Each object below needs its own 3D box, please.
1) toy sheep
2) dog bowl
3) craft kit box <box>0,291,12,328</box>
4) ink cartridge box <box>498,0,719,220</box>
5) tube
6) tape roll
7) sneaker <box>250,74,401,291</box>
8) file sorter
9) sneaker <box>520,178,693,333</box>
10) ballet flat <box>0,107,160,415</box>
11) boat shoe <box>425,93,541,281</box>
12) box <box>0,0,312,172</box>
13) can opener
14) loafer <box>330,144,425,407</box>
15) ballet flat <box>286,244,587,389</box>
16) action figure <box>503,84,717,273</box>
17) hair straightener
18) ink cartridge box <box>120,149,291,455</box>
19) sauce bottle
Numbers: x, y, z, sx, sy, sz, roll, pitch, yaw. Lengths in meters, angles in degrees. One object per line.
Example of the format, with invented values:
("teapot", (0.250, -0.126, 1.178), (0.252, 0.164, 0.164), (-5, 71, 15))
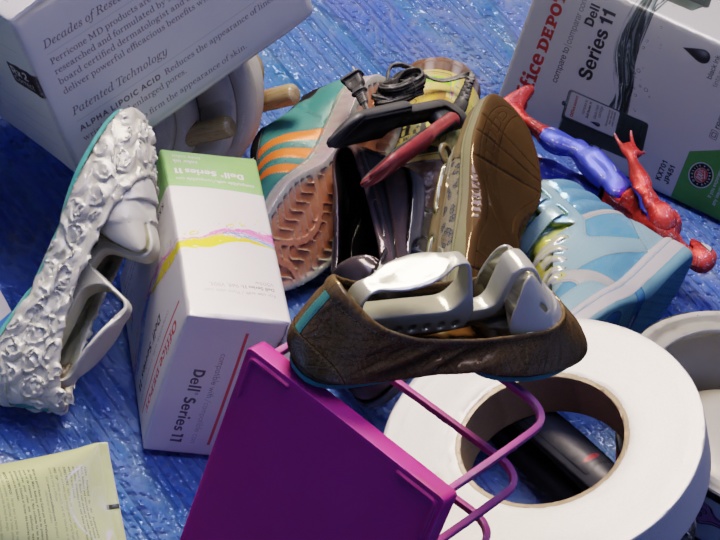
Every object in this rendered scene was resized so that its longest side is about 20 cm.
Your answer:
("toy sheep", (-0.127, -0.117, 1.790), (0.138, 0.138, 0.200), (33, 27, 18))
("dog bowl", (0.254, 0.118, 1.710), (0.200, 0.074, 0.200), (11, 38, -9))
("craft kit box", (-0.309, 0.002, 1.537), (0.049, 0.198, 0.200), (-12, 20, 35))
("ink cartridge box", (0.216, -0.148, 1.965), (0.200, 0.147, 0.083), (26, 39, 10))
("tube", (-0.227, 0.143, 1.495), (0.200, 0.058, 0.052), (-5, 23, -29))
("tape roll", (0.112, 0.113, 1.614), (0.203, 0.037, 0.203), (-8, 46, 9))
("sneaker", (-0.045, -0.056, 1.811), (0.080, 0.071, 0.200), (-5, 38, 39))
("file sorter", (-0.001, 0.137, 1.476), (0.139, 0.200, 0.125), (37, 38, 22))
("sneaker", (0.129, 0.005, 1.796), (0.131, 0.080, 0.200), (35, 30, 17))
("ballet flat", (-0.160, 0.000, 1.613), (0.072, 0.072, 0.200), (25, 81, 7))
("boat shoe", (0.073, -0.035, 1.774), (0.073, 0.063, 0.200), (41, 43, -28))
("box", (-0.175, -0.195, 1.702), (0.200, 0.131, 0.199), (-36, 42, -19))
("can opener", (0.140, 0.136, 1.646), (0.079, 0.063, 0.200), (-12, 47, -33))
("loafer", (0.000, 0.000, 1.726), (0.063, 0.072, 0.200), (37, 38, -30))
("ballet flat", (0.052, 0.021, 1.427), (0.200, 0.072, 0.068), (-1, 37, -33))
("action figure", (0.180, -0.059, 1.905), (0.052, 0.065, 0.200), (-24, 53, -34))
("hair straightener", (0.027, -0.115, 1.785), (0.077, 0.041, 0.200), (49, 31, 3))
("ink cartridge box", (-0.096, 0.033, 1.628), (0.067, 0.117, 0.200), (7, 38, -18))
("sauce bottle", (0.046, -0.068, 1.855), (0.065, 0.065, 0.200), (15, 42, -6))
